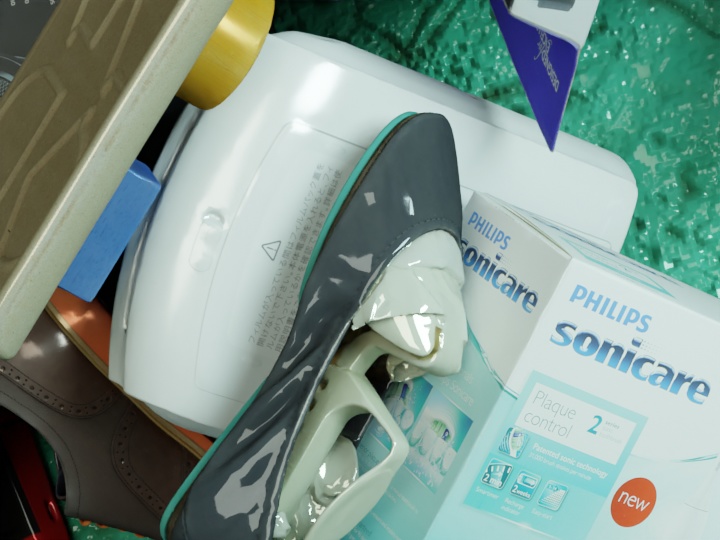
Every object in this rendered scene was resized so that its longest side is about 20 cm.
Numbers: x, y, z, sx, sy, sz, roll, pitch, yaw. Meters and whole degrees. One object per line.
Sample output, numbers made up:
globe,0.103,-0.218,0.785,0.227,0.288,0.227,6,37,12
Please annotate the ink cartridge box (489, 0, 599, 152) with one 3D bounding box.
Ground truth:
ink cartridge box,0.067,-0.181,0.953,0.043,0.198,0.201,7,122,-15

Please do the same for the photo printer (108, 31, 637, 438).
photo printer,0.000,0.000,0.991,0.069,0.199,0.167,29,99,58

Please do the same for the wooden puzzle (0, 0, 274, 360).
wooden puzzle,-0.096,-0.068,0.955,0.046,0.200,0.186,30,99,-20

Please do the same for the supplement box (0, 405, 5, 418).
supplement box,-0.238,0.098,1.078,0.109,0.061,0.200,37,125,16

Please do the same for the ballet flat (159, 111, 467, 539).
ballet flat,0.000,0.039,0.918,0.073,0.073,0.201,30,91,20

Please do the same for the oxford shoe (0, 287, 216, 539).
oxford shoe,-0.089,0.087,1.042,0.072,0.071,0.200,-40,111,-1

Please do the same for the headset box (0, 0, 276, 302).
headset box,-0.123,-0.063,1.096,0.199,0.093,0.175,-15,81,19

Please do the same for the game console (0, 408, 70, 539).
game console,-0.223,0.161,1.156,0.199,0.031,0.178,-26,82,18

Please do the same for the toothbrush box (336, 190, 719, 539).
toothbrush box,0.072,0.091,0.968,0.201,0.146,0.085,-62,32,6
